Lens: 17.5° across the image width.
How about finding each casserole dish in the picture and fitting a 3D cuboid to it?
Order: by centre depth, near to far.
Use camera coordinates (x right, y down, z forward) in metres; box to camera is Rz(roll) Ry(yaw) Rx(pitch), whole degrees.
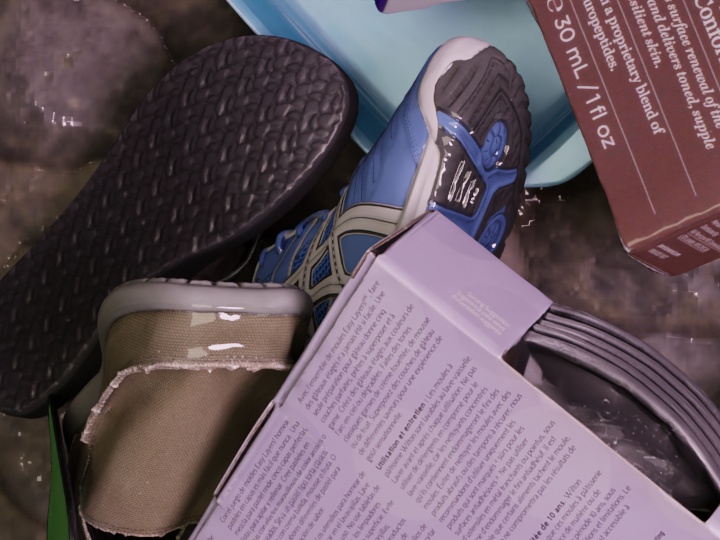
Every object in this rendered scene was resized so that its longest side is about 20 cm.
[{"bbox_3d":[0.021,-0.115,0.872,0.121,0.039,0.200,-44,85,10],"label":"casserole dish"}]

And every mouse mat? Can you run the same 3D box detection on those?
[{"bbox_3d":[-0.107,0.158,0.839,0.008,0.161,0.201,0,103,-10],"label":"mouse mat"}]

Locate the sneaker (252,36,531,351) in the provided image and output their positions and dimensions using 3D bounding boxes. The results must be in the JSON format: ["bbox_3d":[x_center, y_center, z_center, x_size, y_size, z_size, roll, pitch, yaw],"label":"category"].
[{"bbox_3d":[0.000,0.000,0.838,0.077,0.076,0.200,35,124,22],"label":"sneaker"}]

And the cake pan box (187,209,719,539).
[{"bbox_3d":[0.041,0.105,0.766,0.184,0.052,0.200,37,124,8],"label":"cake pan box"}]

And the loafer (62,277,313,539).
[{"bbox_3d":[-0.062,0.058,0.820,0.075,0.200,0.070,2,68,-13],"label":"loafer"}]

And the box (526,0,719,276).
[{"bbox_3d":[0.167,-0.083,0.775,0.200,0.075,0.100,-24,75,15],"label":"box"}]

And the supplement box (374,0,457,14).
[{"bbox_3d":[0.041,-0.203,0.802,0.101,0.103,0.201,-9,80,-8],"label":"supplement box"}]

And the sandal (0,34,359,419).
[{"bbox_3d":[-0.073,-0.017,0.889,0.200,0.045,0.075,-42,59,25],"label":"sandal"}]
